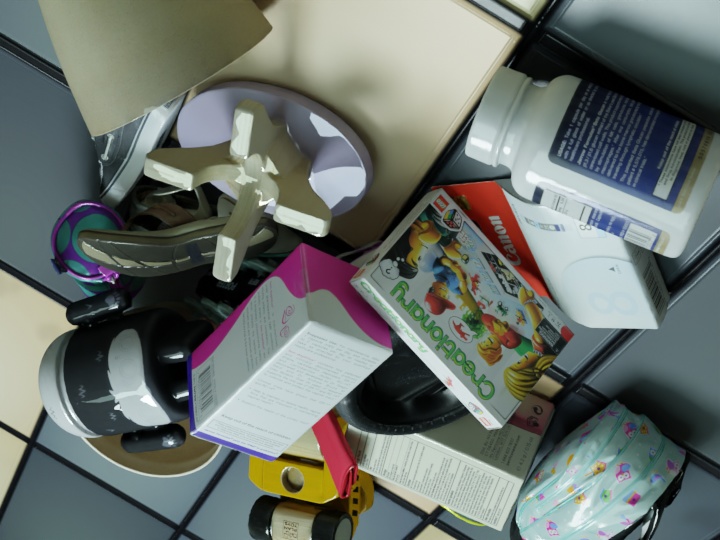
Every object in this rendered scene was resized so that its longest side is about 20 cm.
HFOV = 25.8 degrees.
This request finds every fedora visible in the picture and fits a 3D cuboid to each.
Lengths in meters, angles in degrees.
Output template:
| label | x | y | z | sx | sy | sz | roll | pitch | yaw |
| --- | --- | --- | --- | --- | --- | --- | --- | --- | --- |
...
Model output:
| label | x | y | z | sx | sy | sz | roll | pitch | yaw |
| --- | --- | --- | --- | --- | --- | --- | --- | --- | --- |
| fedora | 0.059 | 0.079 | 1.602 | 0.200 | 0.092 | 0.201 | -11 | 137 | -11 |

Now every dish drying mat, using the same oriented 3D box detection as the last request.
| label | x | y | z | sx | sy | sz | roll | pitch | yaw |
| --- | --- | --- | --- | --- | --- | --- | --- | --- | --- |
| dish drying mat | -0.047 | 0.150 | 1.744 | 0.018 | 0.200 | 0.077 | -15 | 148 | -15 |

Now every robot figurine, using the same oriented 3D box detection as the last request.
| label | x | y | z | sx | sy | sz | roll | pitch | yaw |
| --- | --- | --- | --- | --- | --- | --- | --- | --- | --- |
| robot figurine | -0.243 | 0.107 | 1.662 | 0.200 | 0.150 | 0.125 | -14 | 157 | 24 |

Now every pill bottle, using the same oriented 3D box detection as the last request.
| label | x | y | z | sx | sy | sz | roll | pitch | yaw |
| --- | --- | --- | --- | --- | --- | --- | --- | --- | --- |
| pill bottle | 0.195 | -0.097 | 1.318 | 0.200 | 0.111 | 0.111 | 23 | 144 | 8 |

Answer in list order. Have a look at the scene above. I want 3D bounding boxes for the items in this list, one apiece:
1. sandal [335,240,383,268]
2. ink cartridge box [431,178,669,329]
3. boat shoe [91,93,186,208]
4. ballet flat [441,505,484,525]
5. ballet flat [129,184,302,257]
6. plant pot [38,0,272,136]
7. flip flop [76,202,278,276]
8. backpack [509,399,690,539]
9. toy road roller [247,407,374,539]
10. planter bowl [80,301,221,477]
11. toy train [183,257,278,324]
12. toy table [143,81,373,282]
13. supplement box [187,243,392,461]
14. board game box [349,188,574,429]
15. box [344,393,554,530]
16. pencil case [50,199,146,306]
| label | x | y | z | sx | sy | sz | roll | pitch | yaw |
| --- | --- | --- | --- | --- | --- | --- | --- | --- | --- |
| sandal | -0.006 | 0.001 | 1.619 | 0.203 | 0.082 | 0.050 | -40 | 64 | 54 |
| ink cartridge box | 0.174 | -0.015 | 1.486 | 0.200 | 0.047 | 0.160 | -2 | 134 | 33 |
| boat shoe | -0.238 | -0.135 | 1.593 | 0.068 | 0.072 | 0.200 | 34 | 144 | -4 |
| ballet flat | 0.078 | 0.225 | 1.838 | 0.200 | 0.067 | 0.067 | 37 | 164 | -7 |
| ballet flat | -0.155 | -0.056 | 1.644 | 0.200 | 0.067 | 0.064 | 8 | 113 | 23 |
| plant pot | -0.205 | -0.250 | 1.365 | 0.187 | 0.187 | 0.200 | -14 | 112 | 43 |
| flip flop | -0.183 | -0.040 | 1.578 | 0.200 | 0.058 | 0.081 | -9 | 155 | -1 |
| backpack | 0.248 | 0.231 | 1.649 | 0.127 | 0.167 | 0.200 | 37 | 137 | -3 |
| toy road roller | -0.051 | 0.245 | 1.915 | 0.123 | 0.146 | 0.200 | 8 | 102 | 26 |
| planter bowl | -0.228 | 0.120 | 1.820 | 0.200 | 0.135 | 0.200 | 8 | 123 | 13 |
| toy train | -0.108 | 0.040 | 1.670 | 0.114 | 0.085 | 0.200 | 37 | 168 | -23 |
| toy table | -0.100 | -0.093 | 1.484 | 0.200 | 0.117 | 0.184 | 9 | 120 | 18 |
| supplement box | -0.072 | 0.082 | 1.524 | 0.103 | 0.101 | 0.200 | 22 | 131 | -30 |
| board game box | 0.099 | 0.037 | 1.498 | 0.200 | 0.126 | 0.035 | 47 | 155 | -12 |
| box | 0.093 | 0.177 | 1.719 | 0.200 | 0.109 | 0.128 | 23 | 146 | 8 |
| pencil case | -0.280 | -0.013 | 1.699 | 0.092 | 0.085 | 0.200 | 64 | 175 | 7 |
